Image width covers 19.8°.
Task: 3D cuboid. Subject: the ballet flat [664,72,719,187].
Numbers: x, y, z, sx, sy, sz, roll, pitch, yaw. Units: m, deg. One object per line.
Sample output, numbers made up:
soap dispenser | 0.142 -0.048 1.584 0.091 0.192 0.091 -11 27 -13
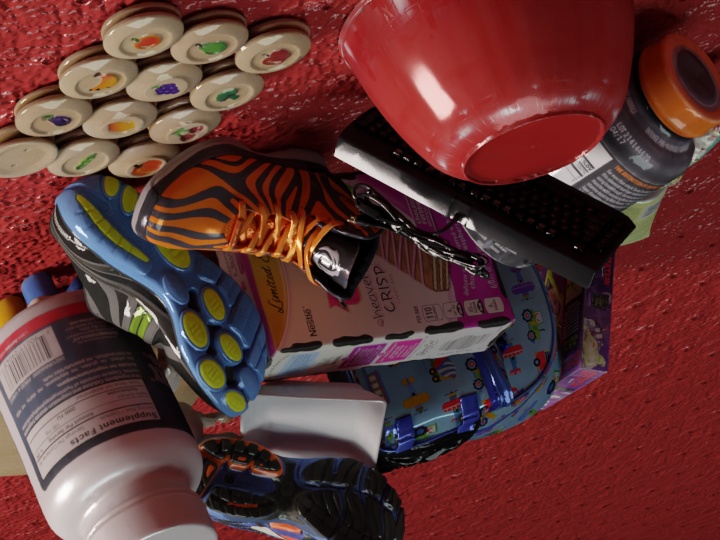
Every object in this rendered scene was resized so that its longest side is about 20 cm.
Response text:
ballet flat | 0.201 -0.090 1.557 0.064 0.076 0.200 17 141 -32

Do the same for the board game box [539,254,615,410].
board game box | 0.176 0.045 1.769 0.032 0.121 0.200 12 166 -8

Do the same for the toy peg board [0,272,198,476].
toy peg board | -0.222 0.061 1.617 0.199 0.098 0.199 1 138 -41

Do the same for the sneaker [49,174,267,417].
sneaker | -0.140 0.018 1.439 0.071 0.200 0.083 -48 -168 -30

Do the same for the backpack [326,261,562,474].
backpack | 0.072 0.053 1.662 0.199 0.183 0.135 -15 169 -14

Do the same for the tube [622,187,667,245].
tube | 0.216 -0.049 1.715 0.058 0.052 0.200 25 165 7

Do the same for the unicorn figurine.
unicorn figurine | -0.156 0.125 1.599 0.200 0.074 0.137 -47 150 22

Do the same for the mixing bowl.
mixing bowl | 0.095 -0.124 1.319 0.199 0.109 0.200 -15 159 -6

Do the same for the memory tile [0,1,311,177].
memory tile | -0.138 -0.108 1.307 0.153 0.017 0.200 2 153 -42

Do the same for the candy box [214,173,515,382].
candy box | 0.000 0.000 1.532 0.199 0.137 0.061 -8 157 -26

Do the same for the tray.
tray | -0.038 0.121 1.572 0.107 0.022 0.200 2 157 -2

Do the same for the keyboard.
keyboard | 0.071 -0.046 1.359 0.127 0.199 0.021 -47 157 -41

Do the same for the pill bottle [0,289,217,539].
pill bottle | -0.179 0.124 1.453 0.119 0.200 0.120 -21 149 -13

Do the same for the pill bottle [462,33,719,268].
pill bottle | 0.164 -0.089 1.467 0.200 0.107 0.106 -32 155 36

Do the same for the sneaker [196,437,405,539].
sneaker | -0.055 0.176 1.603 0.199 0.076 0.078 22 160 -22

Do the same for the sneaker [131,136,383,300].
sneaker | -0.055 -0.032 1.397 0.200 0.112 0.078 -11 133 -49
